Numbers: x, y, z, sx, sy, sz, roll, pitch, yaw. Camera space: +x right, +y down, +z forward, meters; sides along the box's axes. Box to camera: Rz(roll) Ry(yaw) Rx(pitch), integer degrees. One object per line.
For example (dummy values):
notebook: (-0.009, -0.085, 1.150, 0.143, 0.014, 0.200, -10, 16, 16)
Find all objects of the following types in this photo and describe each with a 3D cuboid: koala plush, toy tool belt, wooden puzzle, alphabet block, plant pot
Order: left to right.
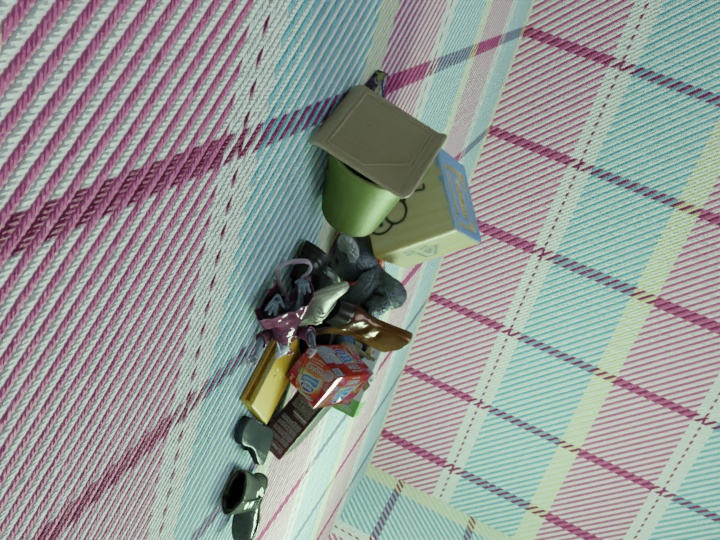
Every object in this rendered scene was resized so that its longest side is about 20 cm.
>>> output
toy tool belt: (-0.021, 0.210, 1.914, 0.125, 0.122, 0.202, -48, -159, 34)
koala plush: (0.000, 0.000, 1.680, 0.177, 0.180, 0.204, -35, 111, -73)
plant pot: (0.007, -0.168, 1.392, 0.201, 0.198, 0.191, -57, 177, -38)
wooden puzzle: (0.033, -0.223, 1.300, 0.186, 0.198, 0.037, -57, 173, -38)
alphabet block: (0.133, -0.134, 1.666, 0.196, 0.197, 0.199, 18, 58, -62)

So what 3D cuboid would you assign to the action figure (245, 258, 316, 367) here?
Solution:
action figure: (-0.149, 0.093, 1.393, 0.201, 0.131, 0.151, 99, -13, -57)

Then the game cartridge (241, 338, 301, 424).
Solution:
game cartridge: (-0.183, 0.221, 1.578, 0.201, 0.032, 0.178, 88, 27, -68)

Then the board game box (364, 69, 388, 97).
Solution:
board game box: (0.009, -0.282, 1.498, 0.202, 0.032, 0.121, 98, 15, -47)

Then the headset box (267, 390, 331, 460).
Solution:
headset box: (-0.143, 0.346, 1.759, 0.201, 0.075, 0.148, -50, 170, 11)

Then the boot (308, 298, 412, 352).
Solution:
boot: (-0.018, 0.123, 1.585, 0.187, 0.198, 0.070, -29, -133, 43)

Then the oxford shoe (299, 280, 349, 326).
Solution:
oxford shoe: (-0.081, 0.071, 1.446, 0.074, 0.059, 0.199, -15, 168, -43)

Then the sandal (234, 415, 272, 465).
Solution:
sandal: (-0.231, 0.355, 1.600, 0.201, 0.042, 0.077, 74, 33, -57)

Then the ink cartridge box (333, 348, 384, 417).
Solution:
ink cartridge box: (-0.034, 0.273, 2.039, 0.203, 0.143, 0.084, -66, 168, 1)

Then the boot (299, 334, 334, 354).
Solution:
boot: (-0.088, 0.149, 1.793, 0.175, 0.068, 0.202, -55, 171, -52)

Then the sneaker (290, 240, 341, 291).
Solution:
sneaker: (-0.098, 0.013, 1.500, 0.091, 0.075, 0.200, -54, 159, -11)

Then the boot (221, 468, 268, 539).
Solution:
boot: (-0.266, 0.533, 1.681, 0.200, 0.071, 0.186, 83, 18, -79)

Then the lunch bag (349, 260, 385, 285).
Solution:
lunch bag: (0.020, 0.025, 1.963, 0.201, 0.080, 0.179, 82, 27, -66)

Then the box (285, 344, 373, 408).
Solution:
box: (-0.065, 0.233, 1.675, 0.096, 0.100, 0.199, -50, 159, 13)
